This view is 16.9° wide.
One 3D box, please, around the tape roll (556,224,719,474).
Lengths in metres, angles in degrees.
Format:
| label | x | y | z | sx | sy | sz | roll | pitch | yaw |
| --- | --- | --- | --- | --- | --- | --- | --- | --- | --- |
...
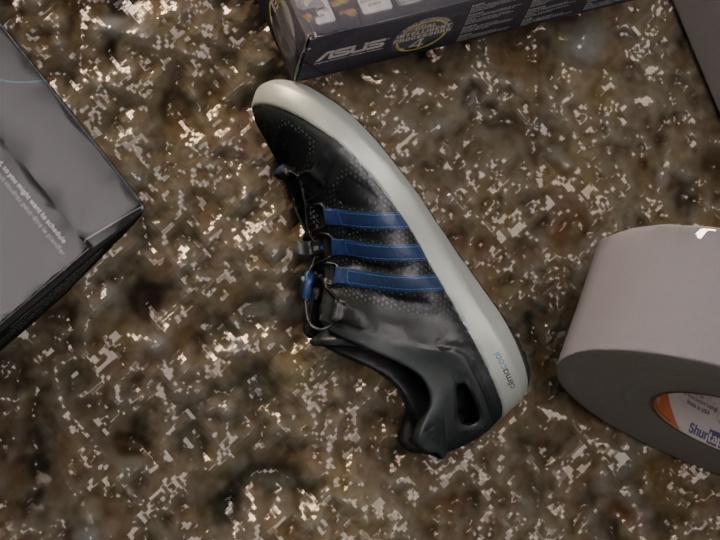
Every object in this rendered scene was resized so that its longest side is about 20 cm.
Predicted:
| label | x | y | z | sx | sy | sz | roll | pitch | yaw |
| --- | --- | --- | --- | --- | --- | --- | --- | --- | --- |
| tape roll | 0.196 | 0.049 | 1.152 | 0.200 | 0.200 | 0.066 | 24 | 74 | -12 |

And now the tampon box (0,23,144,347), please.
| label | x | y | z | sx | sy | sz | roll | pitch | yaw |
| --- | --- | --- | --- | --- | --- | --- | --- | --- | --- |
| tampon box | -0.201 | -0.026 | 1.041 | 0.126 | 0.200 | 0.150 | -40 | 93 | -19 |

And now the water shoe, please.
| label | x | y | z | sx | sy | sz | roll | pitch | yaw |
| --- | --- | --- | --- | --- | --- | --- | --- | --- | --- |
| water shoe | 0.000 | 0.000 | 1.168 | 0.079 | 0.071 | 0.200 | -38 | 92 | -14 |

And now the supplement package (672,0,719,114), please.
| label | x | y | z | sx | sy | sz | roll | pitch | yaw |
| --- | --- | --- | --- | --- | --- | --- | --- | --- | --- |
| supplement package | 0.267 | -0.084 | 1.237 | 0.119 | 0.121 | 0.201 | -22 | 88 | -19 |

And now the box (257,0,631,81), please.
| label | x | y | z | sx | sy | sz | roll | pitch | yaw |
| --- | --- | --- | --- | --- | --- | --- | --- | --- | --- |
| box | 0.031 | -0.190 | 1.200 | 0.199 | 0.049 | 0.162 | -15 | 69 | -19 |
